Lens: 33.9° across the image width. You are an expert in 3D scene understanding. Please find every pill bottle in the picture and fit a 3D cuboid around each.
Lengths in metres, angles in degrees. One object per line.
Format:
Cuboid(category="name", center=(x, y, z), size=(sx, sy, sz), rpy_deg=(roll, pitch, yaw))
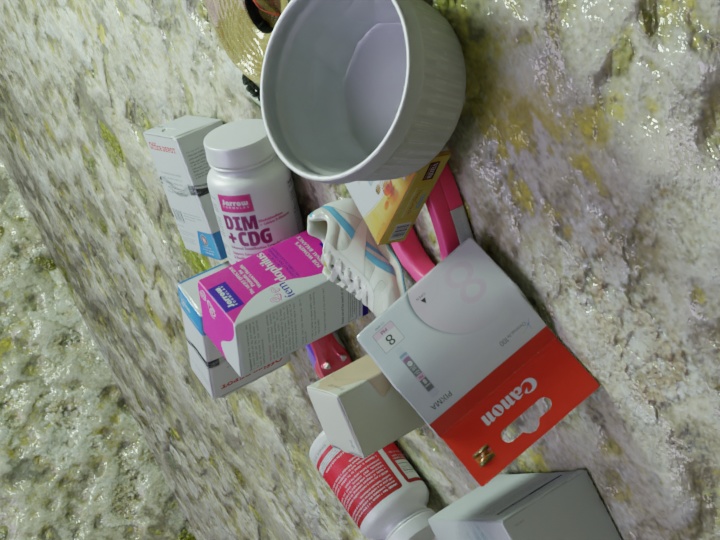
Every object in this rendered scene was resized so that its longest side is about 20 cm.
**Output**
Cuboid(category="pill bottle", center=(-0.143, -0.095, 1.597), size=(0.113, 0.113, 0.200), rpy_deg=(32, 142, 51))
Cuboid(category="pill bottle", center=(0.024, 0.306, 1.671), size=(0.200, 0.112, 0.112), rpy_deg=(51, 154, 27))

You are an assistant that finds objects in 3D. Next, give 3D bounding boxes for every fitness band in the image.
Cuboid(category="fitness band", center=(0.061, -0.070, 1.298), size=(0.144, 0.037, 0.200), rpy_deg=(11, 123, 62))

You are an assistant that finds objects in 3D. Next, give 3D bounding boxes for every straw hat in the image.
Cuboid(category="straw hat", center=(-0.094, -0.314, 1.305), size=(0.201, 0.085, 0.201), rpy_deg=(39, 141, 40))

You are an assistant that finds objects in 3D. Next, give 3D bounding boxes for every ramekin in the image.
Cuboid(category="ramekin", center=(0.007, -0.178, 1.125), size=(0.200, 0.105, 0.200), rpy_deg=(-4, 85, 43))

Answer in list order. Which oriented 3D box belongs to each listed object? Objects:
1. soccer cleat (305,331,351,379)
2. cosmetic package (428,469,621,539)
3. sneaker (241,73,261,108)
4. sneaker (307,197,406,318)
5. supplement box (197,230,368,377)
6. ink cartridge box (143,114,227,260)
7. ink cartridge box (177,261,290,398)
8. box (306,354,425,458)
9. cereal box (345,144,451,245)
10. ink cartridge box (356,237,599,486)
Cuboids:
Cuboid(category="soccer cleat", center=(-0.066, 0.076, 1.686), size=(0.076, 0.067, 0.200), rpy_deg=(21, 136, 64))
Cuboid(category="cosmetic package", center=(0.202, 0.341, 1.328), size=(0.200, 0.123, 0.200), rpy_deg=(63, 158, 1))
Cuboid(category="sneaker", center=(-0.079, -0.183, 1.435), size=(0.200, 0.077, 0.089), rpy_deg=(51, 162, 32))
Cuboid(category="sneaker", center=(0.000, 0.000, 1.396), size=(0.077, 0.081, 0.200), rpy_deg=(91, 158, -51))
Cuboid(category="supplement box", center=(-0.099, 0.036, 1.533), size=(0.101, 0.200, 0.103), rpy_deg=(45, 151, 36))
Cuboid(category="ink cartridge box", center=(-0.241, -0.129, 1.803), size=(0.145, 0.084, 0.200), rpy_deg=(18, 130, 59))
Cuboid(category="ink cartridge box", center=(-0.193, 0.084, 1.832), size=(0.084, 0.144, 0.200), rpy_deg=(47, 152, 36))
Cuboid(category="box", center=(0.053, 0.124, 1.310), size=(0.095, 0.200, 0.078), rpy_deg=(2, 116, 64))
Cuboid(category="cereal box", center=(0.013, -0.147, 1.246), size=(0.200, 0.039, 0.144), rpy_deg=(61, 147, 28))
Cuboid(category="ink cartridge box", center=(0.116, 0.089, 1.198), size=(0.200, 0.163, 0.057), rpy_deg=(50, -178, 32))
